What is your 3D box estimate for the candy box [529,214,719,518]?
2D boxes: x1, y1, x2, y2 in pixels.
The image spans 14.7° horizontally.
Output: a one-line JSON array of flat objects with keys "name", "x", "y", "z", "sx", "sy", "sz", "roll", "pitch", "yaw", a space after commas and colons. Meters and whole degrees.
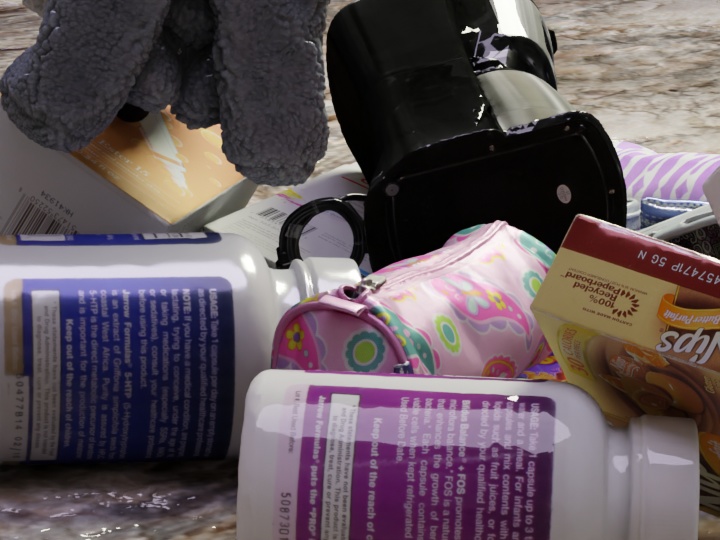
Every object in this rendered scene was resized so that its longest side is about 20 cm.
[{"name": "candy box", "x": 0.160, "y": 0.056, "z": 1.293, "sx": 0.115, "sy": 0.055, "sz": 0.200, "roll": 20, "pitch": -18, "yaw": 26}]

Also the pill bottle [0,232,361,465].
[{"name": "pill bottle", "x": -0.101, "y": 0.040, "z": 1.447, "sx": 0.199, "sy": 0.120, "sz": 0.120, "roll": -1, "pitch": 15, "yaw": -10}]

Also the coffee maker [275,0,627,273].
[{"name": "coffee maker", "x": 0.037, "y": -0.077, "z": 1.586, "sx": 0.192, "sy": 0.135, "sz": 0.200, "roll": 6, "pitch": 27, "yaw": -15}]

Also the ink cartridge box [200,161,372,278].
[{"name": "ink cartridge box", "x": 0.000, "y": 0.000, "z": 1.645, "sx": 0.115, "sy": 0.068, "sz": 0.200, "roll": 27, "pitch": 28, "yaw": 23}]

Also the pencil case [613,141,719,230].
[{"name": "pencil case", "x": 0.218, "y": -0.041, "z": 1.826, "sx": 0.085, "sy": 0.084, "sz": 0.200, "roll": -30, "pitch": 20, "yaw": -20}]

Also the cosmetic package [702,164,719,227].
[{"name": "cosmetic package", "x": 0.268, "y": 0.017, "z": 1.439, "sx": 0.101, "sy": 0.200, "sz": 0.071, "roll": -6, "pitch": -28, "yaw": -33}]

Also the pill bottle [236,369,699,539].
[{"name": "pill bottle", "x": 0.048, "y": 0.103, "z": 1.241, "sx": 0.199, "sy": 0.113, "sz": 0.112, "roll": 3, "pitch": 15, "yaw": 3}]

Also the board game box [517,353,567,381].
[{"name": "board game box", "x": 0.106, "y": 0.079, "z": 1.468, "sx": 0.199, "sy": 0.045, "sz": 0.134, "roll": -2, "pitch": 15, "yaw": -15}]

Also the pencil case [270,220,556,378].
[{"name": "pencil case", "x": 0.032, "y": 0.031, "z": 1.385, "sx": 0.087, "sy": 0.088, "sz": 0.200, "roll": 10, "pitch": 15, "yaw": 27}]

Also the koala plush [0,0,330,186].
[{"name": "koala plush", "x": -0.107, "y": -0.149, "z": 1.549, "sx": 0.177, "sy": 0.184, "sz": 0.200, "roll": 10, "pitch": 2, "yaw": -14}]

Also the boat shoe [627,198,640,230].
[{"name": "boat shoe", "x": 0.079, "y": -0.026, "z": 1.793, "sx": 0.201, "sy": 0.065, "sz": 0.074, "roll": 7, "pitch": 8, "yaw": -1}]

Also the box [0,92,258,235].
[{"name": "box", "x": -0.149, "y": -0.043, "z": 1.605, "sx": 0.124, "sy": 0.098, "sz": 0.200, "roll": 35, "pitch": 19, "yaw": 5}]

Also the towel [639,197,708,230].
[{"name": "towel", "x": 0.241, "y": -0.007, "z": 1.672, "sx": 0.144, "sy": 0.024, "sz": 0.200, "roll": 3, "pitch": -17, "yaw": 8}]

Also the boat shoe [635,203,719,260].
[{"name": "boat shoe", "x": 0.163, "y": 0.007, "z": 1.562, "sx": 0.201, "sy": 0.070, "sz": 0.071, "roll": -30, "pitch": -6, "yaw": 36}]
